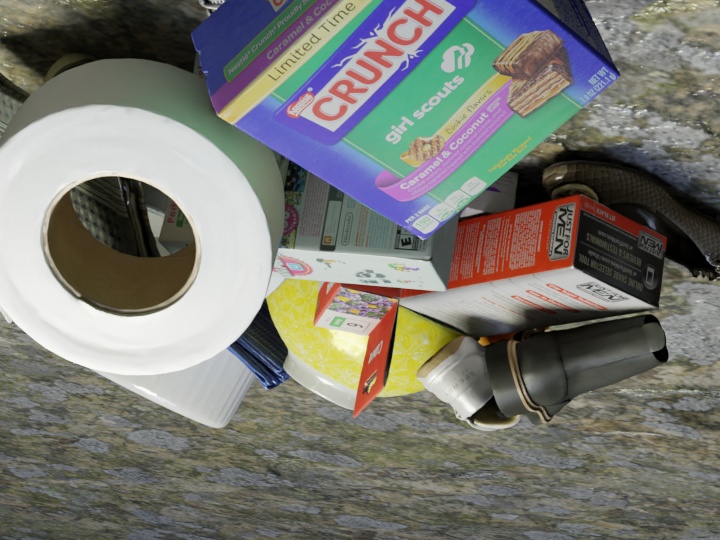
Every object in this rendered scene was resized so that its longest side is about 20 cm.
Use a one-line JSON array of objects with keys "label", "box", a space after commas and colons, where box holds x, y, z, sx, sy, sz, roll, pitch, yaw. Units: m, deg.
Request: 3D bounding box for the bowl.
[{"label": "bowl", "box": [-0.007, 0.054, 1.575, 0.199, 0.108, 0.200, 28, -173, -4]}]

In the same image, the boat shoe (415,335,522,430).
[{"label": "boat shoe", "box": [0.106, 0.102, 1.530, 0.071, 0.070, 0.200, -42, 163, 14]}]

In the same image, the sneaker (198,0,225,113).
[{"label": "sneaker", "box": [-0.070, -0.154, 1.127, 0.074, 0.117, 0.200, 2, 160, 21]}]

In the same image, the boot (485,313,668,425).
[{"label": "boot", "box": [0.189, 0.072, 1.466, 0.137, 0.078, 0.200, -17, 180, 16]}]

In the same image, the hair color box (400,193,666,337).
[{"label": "hair color box", "box": [0.129, 0.000, 1.429, 0.101, 0.062, 0.199, 23, 158, -36]}]

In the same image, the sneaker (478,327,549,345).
[{"label": "sneaker", "box": [0.152, 0.012, 1.552, 0.078, 0.078, 0.200, 17, 159, -15]}]

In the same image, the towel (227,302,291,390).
[{"label": "towel", "box": [-0.107, 0.048, 1.676, 0.144, 0.024, 0.200, 39, -172, 6]}]

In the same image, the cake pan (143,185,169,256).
[{"label": "cake pan", "box": [-0.211, -0.047, 1.504, 0.198, 0.037, 0.201, 11, 161, 4]}]

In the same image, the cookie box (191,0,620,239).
[{"label": "cookie box", "box": [0.029, -0.128, 1.094, 0.171, 0.076, 0.199, -40, 138, 21]}]

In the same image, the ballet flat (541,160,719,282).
[{"label": "ballet flat", "box": [0.221, -0.035, 1.423, 0.199, 0.047, 0.067, 22, 157, -31]}]

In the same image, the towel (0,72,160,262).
[{"label": "towel", "box": [-0.202, -0.038, 1.347, 0.199, 0.034, 0.194, 29, 137, 44]}]

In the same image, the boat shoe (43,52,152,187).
[{"label": "boat shoe", "box": [-0.146, -0.091, 1.385, 0.199, 0.069, 0.075, 22, 116, -31]}]

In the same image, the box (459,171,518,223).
[{"label": "box", "box": [0.087, -0.032, 1.514, 0.041, 0.039, 0.200, 13, 161, -6]}]

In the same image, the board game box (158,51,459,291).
[{"label": "board game box", "box": [-0.029, -0.072, 1.294, 0.198, 0.149, 0.064, 5, 162, 17]}]

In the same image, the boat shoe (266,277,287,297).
[{"label": "boat shoe", "box": [-0.073, -0.021, 1.410, 0.067, 0.073, 0.200, 51, 161, -2]}]

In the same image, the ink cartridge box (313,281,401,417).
[{"label": "ink cartridge box", "box": [0.000, 0.000, 1.400, 0.050, 0.202, 0.109, 12, 161, -9]}]

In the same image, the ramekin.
[{"label": "ramekin", "box": [-0.188, 0.071, 1.765, 0.199, 0.098, 0.200, 26, 177, 1]}]

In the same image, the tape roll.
[{"label": "tape roll", "box": [-0.151, -0.033, 1.210, 0.200, 0.071, 0.204, 3, 121, 4]}]
